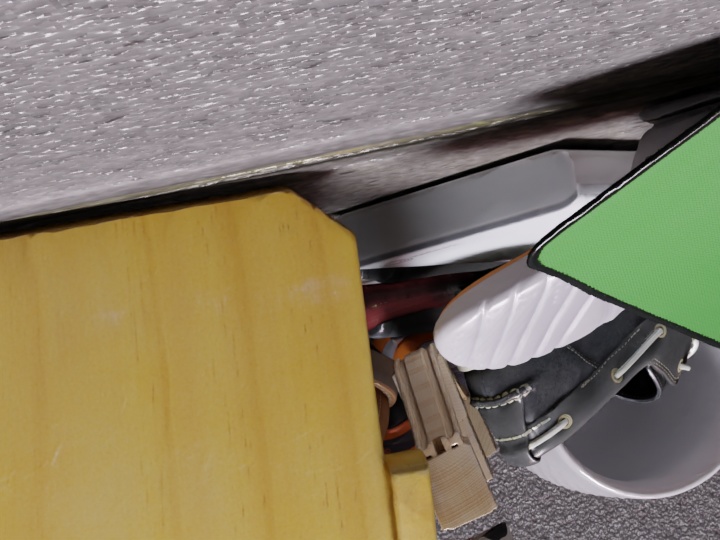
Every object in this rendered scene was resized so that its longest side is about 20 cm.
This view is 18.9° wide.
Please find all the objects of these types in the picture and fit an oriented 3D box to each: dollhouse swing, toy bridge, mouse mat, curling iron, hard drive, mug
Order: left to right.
[{"bbox_3d":[-0.084,0.072,0.896,0.198,0.178,0.182,-10,176,-9],"label":"dollhouse swing"},{"bbox_3d":[0.000,0.015,0.967,0.199,0.026,0.049,-7,174,-34],"label":"curling iron"},{"bbox_3d":[0.037,0.068,0.982,0.027,0.068,0.200,-23,-178,4],"label":"toy bridge"},{"bbox_3d":[0.099,-0.028,0.992,0.131,0.027,0.199,-16,172,38],"label":"hard drive"},{"bbox_3d":[0.168,0.052,1.384,0.200,0.148,0.175,-41,-173,-14],"label":"mug"},{"bbox_3d":[0.168,-0.027,0.806,0.161,0.008,0.199,-37,148,23],"label":"mouse mat"}]

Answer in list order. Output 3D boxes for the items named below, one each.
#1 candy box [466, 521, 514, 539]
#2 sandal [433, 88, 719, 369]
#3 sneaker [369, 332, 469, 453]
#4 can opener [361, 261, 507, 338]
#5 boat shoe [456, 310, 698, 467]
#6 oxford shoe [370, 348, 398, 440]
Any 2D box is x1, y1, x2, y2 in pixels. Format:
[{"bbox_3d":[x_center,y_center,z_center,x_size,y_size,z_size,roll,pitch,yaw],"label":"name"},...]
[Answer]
[{"bbox_3d":[-0.013,0.208,1.032,0.167,0.072,0.200,-30,178,25],"label":"candy box"},{"bbox_3d":[0.114,-0.032,0.828,0.205,0.060,0.079,-25,151,4],"label":"sandal"},{"bbox_3d":[0.055,0.054,1.162,0.199,0.078,0.113,-8,134,-43],"label":"sneaker"},{"bbox_3d":[0.000,0.000,1.037,0.067,0.054,0.199,25,-160,38],"label":"can opener"},{"bbox_3d":[0.128,0.029,1.034,0.199,0.068,0.072,-26,179,-37],"label":"boat shoe"},{"bbox_3d":[-0.057,0.091,1.080,0.071,0.072,0.199,24,154,-26],"label":"oxford shoe"}]
